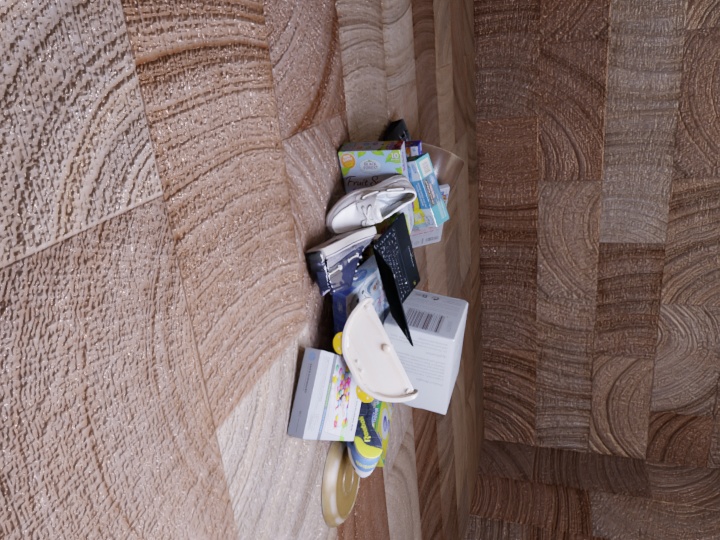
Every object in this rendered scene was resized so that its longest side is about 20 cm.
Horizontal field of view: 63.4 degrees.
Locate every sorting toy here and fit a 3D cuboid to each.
[{"bbox_3d":[0.033,0.167,1.159,0.205,0.105,0.180,63,10,8],"label":"sorting toy"}]

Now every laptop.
[{"bbox_3d":[0.096,0.013,1.198,0.200,0.101,0.182,-47,132,-38],"label":"laptop"}]

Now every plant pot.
[{"bbox_3d":[-0.036,0.459,1.286,0.199,0.027,0.208,2,90,-72],"label":"plant pot"},{"bbox_3d":[0.182,-0.241,1.682,0.186,0.182,0.206,15,94,-70],"label":"plant pot"}]

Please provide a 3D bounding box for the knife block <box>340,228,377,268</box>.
[{"bbox_3d":[0.000,0.000,1.300,0.175,0.062,0.207,-44,132,-63],"label":"knife block"}]

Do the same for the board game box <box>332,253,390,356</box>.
[{"bbox_3d":[0.014,0.081,1.254,0.198,0.042,0.206,-39,139,-43],"label":"board game box"}]

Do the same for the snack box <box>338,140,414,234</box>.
[{"bbox_3d":[0.037,-0.177,1.275,0.054,0.137,0.205,-65,151,-51],"label":"snack box"}]

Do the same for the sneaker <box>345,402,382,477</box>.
[{"bbox_3d":[-0.003,0.355,1.261,0.202,0.071,0.085,-103,-161,-62],"label":"sneaker"}]

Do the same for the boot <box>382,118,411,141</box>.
[{"bbox_3d":[0.092,-0.291,1.558,0.202,0.063,0.169,-68,154,-54],"label":"boot"}]

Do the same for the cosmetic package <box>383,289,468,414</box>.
[{"bbox_3d":[0.144,0.179,1.324,0.166,0.159,0.206,-52,150,-56],"label":"cosmetic package"}]

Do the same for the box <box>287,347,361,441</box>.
[{"bbox_3d":[-0.057,0.244,1.125,0.199,0.040,0.161,32,68,-60],"label":"box"}]

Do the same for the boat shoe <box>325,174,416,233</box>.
[{"bbox_3d":[0.023,-0.128,1.178,0.070,0.196,0.072,53,-10,53],"label":"boat shoe"}]

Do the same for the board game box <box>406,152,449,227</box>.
[{"bbox_3d":[0.101,-0.178,1.342,0.046,0.197,0.155,-31,109,-29],"label":"board game box"}]

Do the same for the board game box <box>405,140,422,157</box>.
[{"bbox_3d":[0.093,-0.213,1.446,0.045,0.130,0.206,-57,143,-55],"label":"board game box"}]

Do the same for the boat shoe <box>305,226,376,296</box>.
[{"bbox_3d":[-0.028,-0.020,1.152,0.198,0.073,0.096,-28,106,-46],"label":"boat shoe"}]

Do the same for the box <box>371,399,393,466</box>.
[{"bbox_3d":[0.040,0.391,1.455,0.119,0.047,0.204,72,25,-44],"label":"box"}]

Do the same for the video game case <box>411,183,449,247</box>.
[{"bbox_3d":[0.170,-0.143,1.617,0.203,0.138,0.018,92,-21,-48],"label":"video game case"}]
